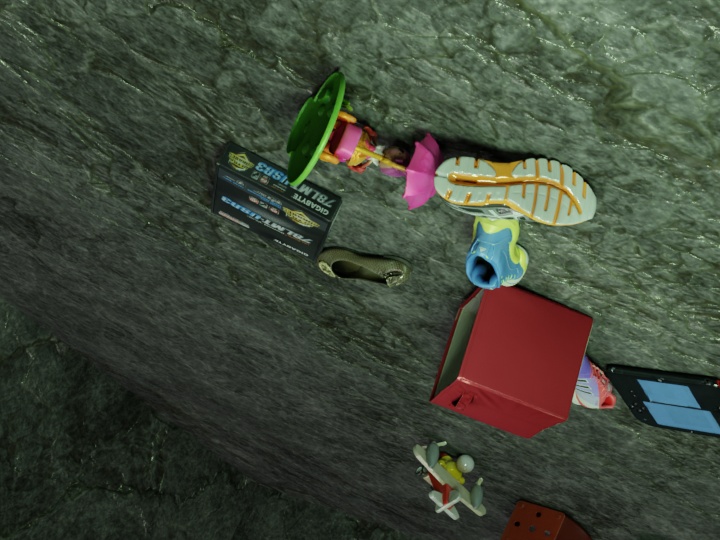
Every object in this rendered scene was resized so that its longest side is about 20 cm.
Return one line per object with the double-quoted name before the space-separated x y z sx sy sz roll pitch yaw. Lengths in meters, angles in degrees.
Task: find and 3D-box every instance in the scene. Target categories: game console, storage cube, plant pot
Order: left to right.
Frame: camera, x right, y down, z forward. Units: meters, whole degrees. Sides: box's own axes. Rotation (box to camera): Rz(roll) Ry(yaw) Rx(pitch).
"storage cube" 0.233 0.143 1.623 0.180 0.200 0.171 21 158 -4
"plant pot" 0.461 0.709 2.682 0.200 0.200 0.176 10 143 34
"game console" 0.518 0.216 1.695 0.200 0.031 0.177 4 150 42

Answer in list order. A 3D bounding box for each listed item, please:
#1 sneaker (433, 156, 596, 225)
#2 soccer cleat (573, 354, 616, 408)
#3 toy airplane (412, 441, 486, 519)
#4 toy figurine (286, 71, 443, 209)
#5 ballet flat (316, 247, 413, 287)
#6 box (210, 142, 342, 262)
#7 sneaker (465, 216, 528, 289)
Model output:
"sneaker" 0.189 -0.095 1.275 0.200 0.078 0.077 12 167 4
"soccer cleat" 0.380 0.180 1.717 0.073 0.068 0.200 15 160 24
"toy airplane" 0.221 0.508 2.533 0.199 0.141 0.200 50 -174 29
"toy figurine" 0.015 -0.146 1.323 0.184 0.150 0.200 22 -178 -18
"ballet flat" 0.000 0.000 1.744 0.200 0.046 0.067 8 151 38
"box" -0.139 -0.104 1.662 0.200 0.050 0.199 27 157 -2
"sneaker" 0.181 -0.008 1.450 0.076 0.105 0.200 15 156 24
